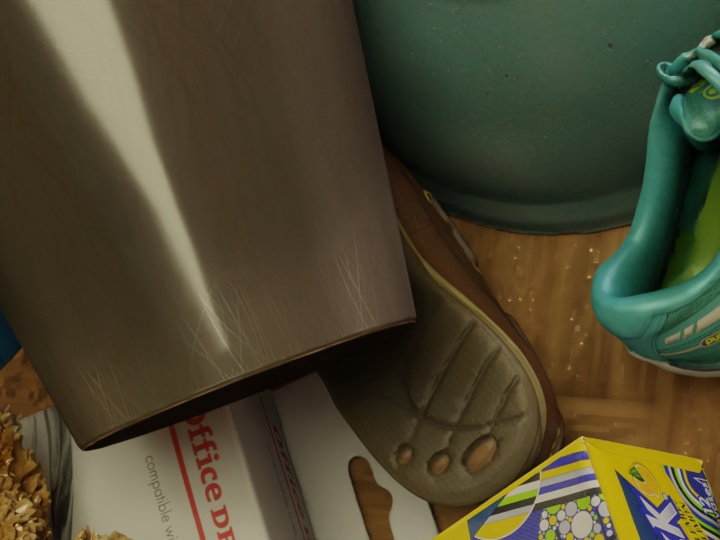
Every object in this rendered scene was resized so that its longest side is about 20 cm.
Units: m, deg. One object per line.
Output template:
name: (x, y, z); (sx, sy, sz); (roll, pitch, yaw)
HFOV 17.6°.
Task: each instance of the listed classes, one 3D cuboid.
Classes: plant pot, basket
plant pot: (0.059, -0.130, 0.797); (0.199, 0.134, 0.202); (-6, 69, 16)
basket: (-0.070, -0.056, 0.725); (0.179, 0.136, 0.201); (-20, 85, -2)

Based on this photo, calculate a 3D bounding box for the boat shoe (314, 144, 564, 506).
boat shoe: (0.001, 0.000, 0.805); (0.072, 0.067, 0.200); (-42, 67, 13)

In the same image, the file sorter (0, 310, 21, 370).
file sorter: (-0.188, -0.013, 0.785); (0.122, 0.200, 0.139); (-32, 98, 11)

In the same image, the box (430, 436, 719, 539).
box: (0.025, 0.132, 0.709); (0.200, 0.064, 0.070); (-39, 54, 31)

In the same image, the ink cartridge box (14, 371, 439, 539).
ink cartridge box: (-0.077, 0.103, 0.797); (0.199, 0.067, 0.116); (-24, 65, 9)

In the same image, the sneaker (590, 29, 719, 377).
sneaker: (0.136, -0.057, 0.735); (0.077, 0.079, 0.201); (37, 110, 49)

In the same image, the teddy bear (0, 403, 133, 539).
teddy bear: (-0.118, 0.135, 0.725); (0.144, 0.067, 0.201); (-19, 69, 14)
